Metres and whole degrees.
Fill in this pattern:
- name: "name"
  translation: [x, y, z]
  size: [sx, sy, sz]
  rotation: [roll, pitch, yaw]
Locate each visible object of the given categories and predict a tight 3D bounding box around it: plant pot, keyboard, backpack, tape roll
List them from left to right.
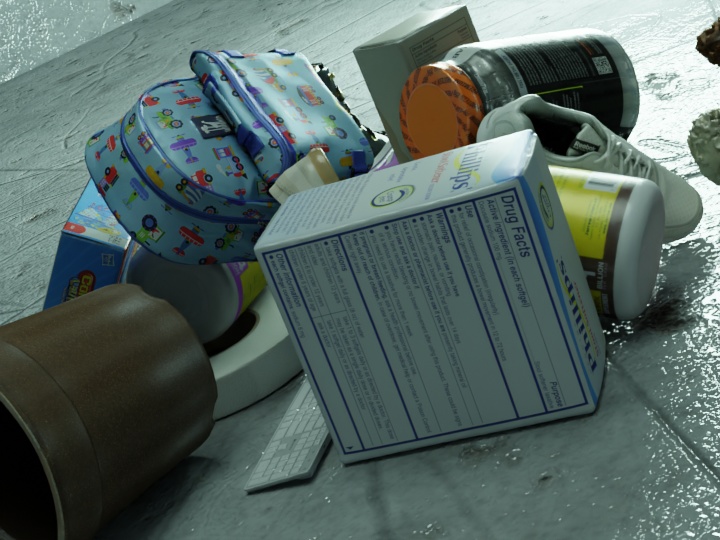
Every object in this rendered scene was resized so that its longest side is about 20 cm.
- name: "plant pot"
  translation: [-0.224, 0.114, 1.188]
  size: [0.200, 0.200, 0.198]
  rotation: [-4, 17, 39]
- name: "tape roll"
  translation: [-0.132, 0.075, 1.398]
  size: [0.203, 0.037, 0.203]
  rotation: [-19, 20, 7]
- name: "backpack"
  translation: [-0.117, -0.093, 1.315]
  size: [0.200, 0.183, 0.135]
  rotation: [-5, -39, -41]
- name: "keyboard"
  translation: [-0.037, 0.112, 1.244]
  size: [0.056, 0.011, 0.200]
  rotation: [-13, 21, 21]

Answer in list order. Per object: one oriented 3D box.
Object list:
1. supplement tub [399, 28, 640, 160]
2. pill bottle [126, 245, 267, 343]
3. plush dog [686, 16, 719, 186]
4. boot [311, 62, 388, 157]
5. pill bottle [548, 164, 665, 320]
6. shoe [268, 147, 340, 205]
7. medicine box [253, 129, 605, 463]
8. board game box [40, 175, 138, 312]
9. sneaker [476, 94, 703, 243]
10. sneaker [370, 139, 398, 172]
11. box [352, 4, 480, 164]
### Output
- name: "supplement tub"
  translation: [0.141, -0.147, 1.413]
  size: [0.200, 0.123, 0.122]
  rotation: [-13, 12, -35]
- name: "pill bottle"
  translation: [-0.123, -0.022, 1.433]
  size: [0.104, 0.104, 0.200]
  rotation: [-10, 22, 27]
- name: "plush dog"
  translation: [0.377, -0.169, 1.325]
  size: [0.200, 0.172, 0.160]
  rotation: [-27, 21, -18]
- name: "boot"
  translation: [-0.003, -0.155, 1.694]
  size: [0.203, 0.154, 0.073]
  rotation: [-28, 21, -18]
- name: "pill bottle"
  translation: [0.127, -0.029, 1.227]
  size: [0.200, 0.109, 0.109]
  rotation: [10, 31, 22]
- name: "shoe"
  translation: [0.000, 0.000, 1.243]
  size: [0.053, 0.200, 0.070]
  rotation: [-33, 2, -5]
- name: "medicine box"
  translation: [0.054, 0.020, 1.137]
  size: [0.200, 0.182, 0.103]
  rotation: [-14, 21, 18]
- name: "board game box"
  translation: [-0.242, 0.031, 1.393]
  size: [0.056, 0.200, 0.196]
  rotation: [16, 20, -5]
- name: "sneaker"
  translation: [0.195, -0.083, 1.294]
  size: [0.081, 0.200, 0.075]
  rotation: [132, 160, -66]
- name: "sneaker"
  translation: [0.059, -0.087, 1.594]
  size: [0.200, 0.073, 0.114]
  rotation: [-42, 30, -23]
- name: "box"
  translation: [0.082, -0.139, 1.494]
  size: [0.095, 0.200, 0.078]
  rotation: [-31, 17, -31]
